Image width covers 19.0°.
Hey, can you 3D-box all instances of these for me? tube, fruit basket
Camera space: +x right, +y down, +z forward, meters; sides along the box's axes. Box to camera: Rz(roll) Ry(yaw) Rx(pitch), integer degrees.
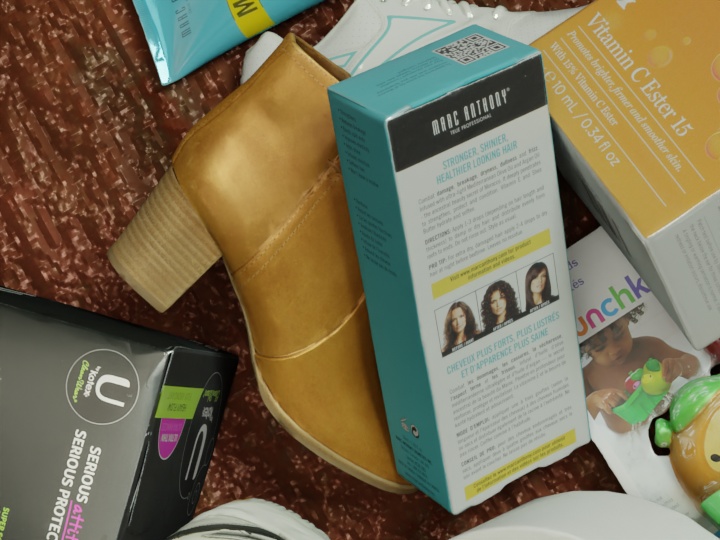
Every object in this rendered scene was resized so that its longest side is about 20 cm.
[{"bbox_3d":[-0.020,-0.162,1.034,0.199,0.050,0.078,-22,78,13],"label":"tube"},{"bbox_3d":[0.190,0.042,0.971,0.185,0.094,0.200,-33,81,7],"label":"fruit basket"}]

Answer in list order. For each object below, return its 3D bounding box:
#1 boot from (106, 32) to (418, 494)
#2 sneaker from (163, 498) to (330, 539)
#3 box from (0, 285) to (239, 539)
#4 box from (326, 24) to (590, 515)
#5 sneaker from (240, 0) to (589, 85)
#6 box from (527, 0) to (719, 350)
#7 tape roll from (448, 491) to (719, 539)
[{"bbox_3d":[0.000,-0.001,0.977,0.201,0.071,0.144,41,103,-21],"label":"boot"},{"bbox_3d":[-0.011,0.163,0.925,0.199,0.088,0.076,16,105,31],"label":"sneaker"},{"bbox_3d":[-0.177,0.069,0.999,0.199,0.149,0.125,16,90,10],"label":"box"},{"bbox_3d":[0.045,0.001,0.944,0.082,0.049,0.201,-25,122,-25],"label":"box"},{"bbox_3d":[0.035,-0.101,1.009,0.200,0.070,0.081,-16,84,9],"label":"sneaker"},{"bbox_3d":[0.187,-0.082,0.936,0.200,0.098,0.125,-34,52,1],"label":"box"},{"bbox_3d":[0.097,0.202,0.953,0.202,0.071,0.203,8,103,33],"label":"tape roll"}]
